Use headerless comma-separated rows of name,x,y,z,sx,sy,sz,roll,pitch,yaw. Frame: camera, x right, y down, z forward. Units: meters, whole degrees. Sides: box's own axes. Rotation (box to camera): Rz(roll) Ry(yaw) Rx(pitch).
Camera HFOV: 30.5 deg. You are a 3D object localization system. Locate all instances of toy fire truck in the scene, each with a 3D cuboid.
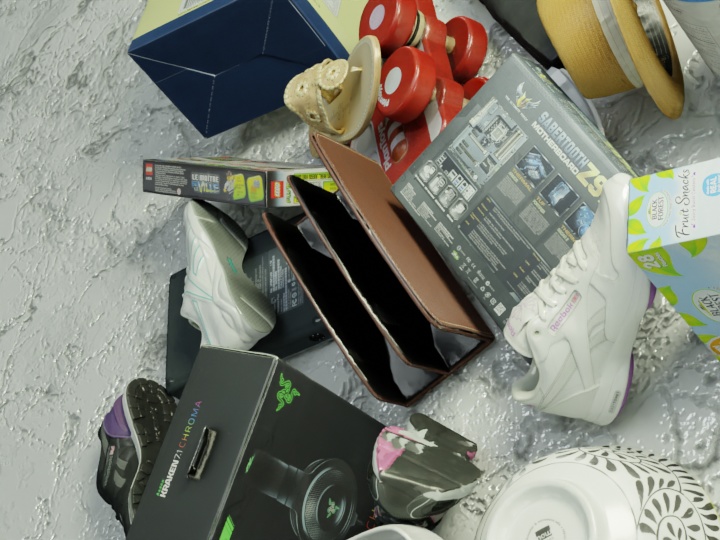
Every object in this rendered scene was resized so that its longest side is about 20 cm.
toy fire truck,0.038,-0.159,1.246,0.168,0.112,0.201,-46,42,37

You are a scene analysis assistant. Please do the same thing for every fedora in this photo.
fedora,0.196,-0.203,1.072,0.081,0.201,0.202,-22,52,23

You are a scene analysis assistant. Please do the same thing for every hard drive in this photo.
hard drive,-0.107,0.032,1.290,0.199,0.033,0.140,-23,52,27

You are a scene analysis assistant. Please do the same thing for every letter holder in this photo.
letter holder,0.000,0.000,1.100,0.100,0.142,0.201,-38,68,14

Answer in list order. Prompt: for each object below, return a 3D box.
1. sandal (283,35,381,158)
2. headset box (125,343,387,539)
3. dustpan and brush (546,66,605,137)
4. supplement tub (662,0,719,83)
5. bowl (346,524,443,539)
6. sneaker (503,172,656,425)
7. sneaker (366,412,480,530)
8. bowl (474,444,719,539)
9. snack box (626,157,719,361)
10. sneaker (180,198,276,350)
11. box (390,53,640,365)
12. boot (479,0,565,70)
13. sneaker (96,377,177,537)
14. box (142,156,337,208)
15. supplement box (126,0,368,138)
sandal,-0.040,-0.154,1.241,0.212,0.069,0.078,133,133,-69
headset box,-0.075,0.174,1.059,0.092,0.200,0.175,5,67,41
dustpan and brush,0.170,-0.061,1.097,0.139,0.057,0.200,-40,76,10
supplement tub,0.299,-0.217,0.991,0.131,0.200,0.133,-20,53,30
bowl,0.025,0.293,0.947,0.200,0.074,0.201,-37,70,34
sneaker,0.160,0.025,0.967,0.075,0.099,0.201,-85,1,-65
sneaker,0.044,0.170,1.000,0.080,0.200,0.087,25,95,13
bowl,0.147,0.204,0.935,0.200,0.094,0.202,-21,53,30
snack box,0.304,-0.016,0.887,0.199,0.169,0.068,-13,54,34
sneaker,-0.145,0.008,1.264,0.080,0.070,0.201,-46,40,23
box,0.139,-0.049,1.062,0.158,0.051,0.200,-48,67,22
boot,0.186,-0.284,1.218,0.165,0.065,0.200,-51,41,14
sneaker,-0.209,0.208,1.254,0.088,0.075,0.201,-44,40,30
box,-0.115,-0.090,1.309,0.199,0.110,0.035,10,102,46
supplement box,-0.107,-0.279,1.380,0.199,0.134,0.201,-18,42,30
